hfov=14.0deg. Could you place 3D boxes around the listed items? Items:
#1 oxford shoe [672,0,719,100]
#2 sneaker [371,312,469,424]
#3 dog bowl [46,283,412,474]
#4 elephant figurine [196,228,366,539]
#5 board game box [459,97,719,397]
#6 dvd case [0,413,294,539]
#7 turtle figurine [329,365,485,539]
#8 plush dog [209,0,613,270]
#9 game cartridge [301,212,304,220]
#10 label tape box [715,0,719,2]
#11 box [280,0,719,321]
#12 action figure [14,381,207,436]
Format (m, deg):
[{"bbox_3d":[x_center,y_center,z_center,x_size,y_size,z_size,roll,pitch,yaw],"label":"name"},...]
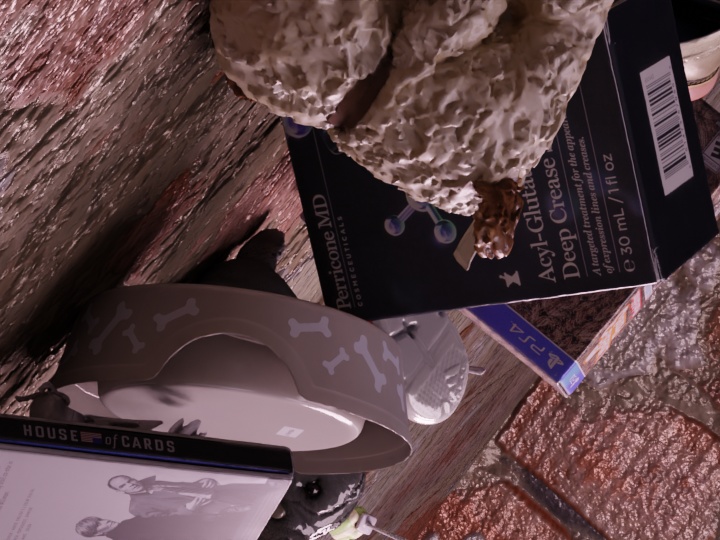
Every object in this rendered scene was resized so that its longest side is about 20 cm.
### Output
[{"bbox_3d":[0.122,-0.150,1.717,0.074,0.200,0.071,113,-23,-59],"label":"oxford shoe"},{"bbox_3d":[0.000,0.000,1.796,0.077,0.200,0.082,-19,-171,-35],"label":"sneaker"},{"bbox_3d":[-0.068,0.059,1.583,0.200,0.200,0.059,92,6,-75],"label":"dog bowl"},{"bbox_3d":[-0.044,0.097,1.763,0.155,0.200,0.142,-54,170,14],"label":"elephant figurine"},{"bbox_3d":[0.132,-0.047,1.890,0.200,0.159,0.097,-51,170,-1],"label":"board game box"},{"bbox_3d":[-0.153,0.132,1.515,0.150,0.200,0.025,121,-30,-44],"label":"dvd case"},{"bbox_3d":[0.008,0.124,2.206,0.200,0.144,0.194,-10,-163,6],"label":"turtle figurine"},{"bbox_3d":[0.009,-0.099,1.388,0.200,0.172,0.161,130,-20,-56],"label":"plush dog"},{"bbox_3d":[0.028,-0.075,1.920,0.130,0.038,0.200,-56,170,6],"label":"game cartridge"},{"bbox_3d":[0.166,-0.218,1.713,0.063,0.144,0.200,-62,174,-13],"label":"label tape box"},{"bbox_3d":[0.074,-0.064,1.590,0.200,0.149,0.107,-8,-168,27],"label":"box"},{"bbox_3d":[-0.138,0.114,1.583,0.069,0.130,0.200,-69,152,-26],"label":"action figure"}]
